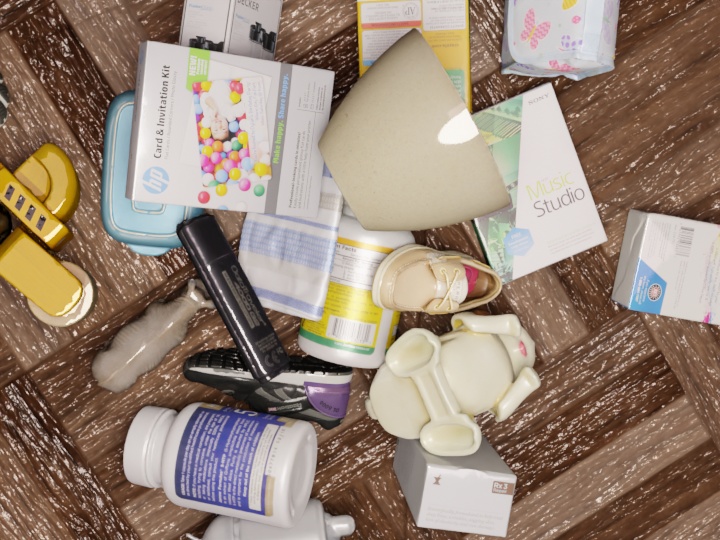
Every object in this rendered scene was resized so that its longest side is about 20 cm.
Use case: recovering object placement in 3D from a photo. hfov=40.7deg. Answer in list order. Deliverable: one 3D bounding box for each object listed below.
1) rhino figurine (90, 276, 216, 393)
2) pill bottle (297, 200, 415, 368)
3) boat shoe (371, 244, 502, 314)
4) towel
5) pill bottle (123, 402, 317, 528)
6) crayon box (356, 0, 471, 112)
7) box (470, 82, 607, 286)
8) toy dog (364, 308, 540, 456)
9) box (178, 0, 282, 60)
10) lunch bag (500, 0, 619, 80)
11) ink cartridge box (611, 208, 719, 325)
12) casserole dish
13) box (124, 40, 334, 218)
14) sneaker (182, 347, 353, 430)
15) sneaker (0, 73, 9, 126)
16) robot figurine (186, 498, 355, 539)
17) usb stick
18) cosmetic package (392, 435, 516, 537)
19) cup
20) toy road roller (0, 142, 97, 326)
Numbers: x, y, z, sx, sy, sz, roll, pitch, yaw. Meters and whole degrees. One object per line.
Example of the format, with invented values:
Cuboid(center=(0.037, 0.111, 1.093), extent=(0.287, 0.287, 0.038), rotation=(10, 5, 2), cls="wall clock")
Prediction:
Cuboid(center=(-0.227, 0.065, 1.104), extent=(0.200, 0.087, 0.060), rotation=(-42, 99, -1), cls="rhino figurine")
Cuboid(center=(0.000, 0.000, 1.103), extent=(0.112, 0.113, 0.202), rotation=(11, 96, -6), cls="pill bottle")
Cuboid(center=(0.091, 0.012, 1.074), extent=(0.069, 0.199, 0.074), rotation=(18, 106, 36), cls="boat shoe")
Cuboid(center=(-0.081, -0.052, 1.089), extent=(0.024, 0.146, 0.202), rotation=(5, 96, -49), cls="towel")
Cuboid(center=(-0.159, 0.214, 1.097), extent=(0.198, 0.120, 0.121), rotation=(8, 97, 13), cls="pill bottle")
Cuboid(center=(0.062, -0.244, 1.097), extent=(0.124, 0.052, 0.202), rotation=(-1, 96, 9), cls="crayon box")
Cuboid(center=(0.190, -0.101, 1.145), extent=(0.143, 0.036, 0.201), rotation=(-23, 96, -2), cls="box")
Cuboid(center=(0.119, 0.121, 1.095), extent=(0.199, 0.194, 0.140), rotation=(-22, 78, -42), cls="toy dog")
Cuboid(center=(-0.148, -0.213, 1.058), extent=(0.060, 0.117, 0.202), rotation=(11, 95, 20), cls="box")
Cuboid(center=(0.218, -0.299, 1.041), extent=(0.126, 0.200, 0.171), rotation=(3, 97, -5), cls="lunch bag")
Cuboid(center=(0.414, 0.001, 1.159), extent=(0.198, 0.067, 0.117), rotation=(10, 97, -6), cls="ink cartridge box")
Cuboid(center=(-0.237, -0.115, 1.108), extent=(0.120, 0.039, 0.202), rotation=(5, 95, -6), cls="casserole dish")
Cuboid(center=(-0.132, -0.141, 0.991), extent=(0.198, 0.041, 0.157), rotation=(5, 97, -24), cls="box")
Cuboid(center=(-0.111, 0.147, 1.134), extent=(0.198, 0.076, 0.088), rotation=(7, 102, -5), cls="sneaker")
Cuboid(center=(-0.469, -0.229, 1.069), extent=(0.083, 0.081, 0.200), rotation=(-39, 91, 17), cls="sneaker")
Cuboid(center=(-0.101, 0.332, 1.134), extent=(0.198, 0.113, 0.171), rotation=(-6, 70, -4), cls="robot figurine")
Cuboid(center=(-0.141, 0.029, 1.077), extent=(0.032, 0.055, 0.201), rotation=(-29, 90, 39), cls="usb stick")
Cuboid(center=(0.100, 0.228, 1.094), extent=(0.101, 0.200, 0.075), rotation=(9, 96, -5), cls="cosmetic package")
Cuboid(center=(0.042, -0.119, 0.979), extent=(0.142, 0.200, 0.201), rotation=(-29, 98, 4), cls="cup")
Cuboid(center=(-0.348, -0.047, 1.068), extent=(0.200, 0.123, 0.146), rotation=(45, 81, -7), cls="toy road roller")
